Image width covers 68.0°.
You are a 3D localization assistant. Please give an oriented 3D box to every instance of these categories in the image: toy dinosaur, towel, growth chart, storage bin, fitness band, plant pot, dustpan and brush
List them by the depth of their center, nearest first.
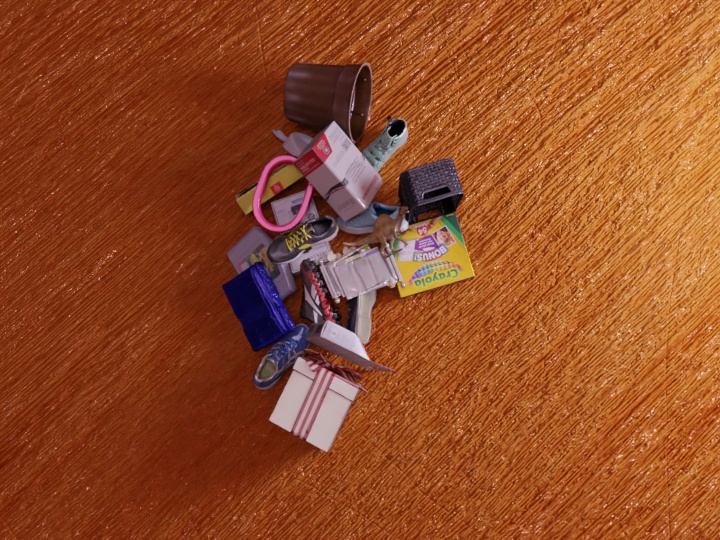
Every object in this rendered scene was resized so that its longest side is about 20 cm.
[{"bbox_3d":[0.060,-0.085,1.328,0.199,0.058,0.102,-32,85,28],"label":"toy dinosaur"},{"bbox_3d":[0.172,-0.191,1.343,0.133,0.200,0.095,-16,80,0],"label":"storage bin"},{"bbox_3d":[0.000,0.000,1.344,0.197,0.018,0.146,-15,69,-2],"label":"growth chart"},{"bbox_3d":[-0.265,0.095,1.358,0.147,0.049,0.202,-31,84,25],"label":"towel"},{"bbox_3d":[-0.197,-0.195,1.368,0.142,0.037,0.202,19,87,-2],"label":"fitness band"},{"bbox_3d":[-0.088,-0.458,1.413,0.196,0.200,0.203,14,81,12],"label":"plant pot"},{"bbox_3d":[-0.172,-0.341,1.441,0.200,0.139,0.058,48,123,23],"label":"dustpan and brush"}]

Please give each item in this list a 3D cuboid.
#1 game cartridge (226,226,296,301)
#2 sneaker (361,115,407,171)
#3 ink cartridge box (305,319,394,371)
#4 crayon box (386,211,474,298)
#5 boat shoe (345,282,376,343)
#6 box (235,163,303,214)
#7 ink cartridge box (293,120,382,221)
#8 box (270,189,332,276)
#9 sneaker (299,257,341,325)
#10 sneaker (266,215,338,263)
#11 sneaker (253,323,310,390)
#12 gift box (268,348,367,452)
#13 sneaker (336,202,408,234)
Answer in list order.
[{"bbox_3d":[-0.254,-0.006,1.388,0.133,0.041,0.201,-37,80,20],"label":"game cartridge"},{"bbox_3d":[0.045,-0.324,1.413,0.200,0.118,0.074,-45,83,-4],"label":"sneaker"},{"bbox_3d":[-0.023,0.184,1.287,0.198,0.160,0.048,27,73,-13],"label":"ink cartridge box"},{"bbox_3d":[0.175,-0.037,1.389,0.197,0.058,0.175,-16,80,1],"label":"crayon box"},{"bbox_3d":[-0.005,0.091,1.371,0.065,0.074,0.202,-11,65,36],"label":"boat shoe"},{"bbox_3d":[-0.238,-0.229,1.427,0.199,0.075,0.050,-34,113,-4],"label":"box"},{"bbox_3d":[-0.052,-0.248,1.346,0.200,0.083,0.145,47,43,-18],"label":"ink cartridge box"},{"bbox_3d":[-0.151,-0.098,1.413,0.115,0.060,0.202,-18,80,-1],"label":"box"},{"bbox_3d":[-0.122,0.070,1.357,0.097,0.071,0.203,-19,105,8],"label":"sneaker"},{"bbox_3d":[-0.146,-0.087,1.330,0.198,0.085,0.075,-30,80,-12],"label":"sneaker"},{"bbox_3d":[-0.195,0.219,1.352,0.075,0.077,0.201,35,78,10],"label":"sneaker"},{"bbox_3d":[-0.093,0.307,1.278,0.183,0.200,0.188,26,81,2],"label":"gift box"},{"bbox_3d":[0.024,-0.145,1.379,0.197,0.083,0.074,2,46,22],"label":"sneaker"}]
